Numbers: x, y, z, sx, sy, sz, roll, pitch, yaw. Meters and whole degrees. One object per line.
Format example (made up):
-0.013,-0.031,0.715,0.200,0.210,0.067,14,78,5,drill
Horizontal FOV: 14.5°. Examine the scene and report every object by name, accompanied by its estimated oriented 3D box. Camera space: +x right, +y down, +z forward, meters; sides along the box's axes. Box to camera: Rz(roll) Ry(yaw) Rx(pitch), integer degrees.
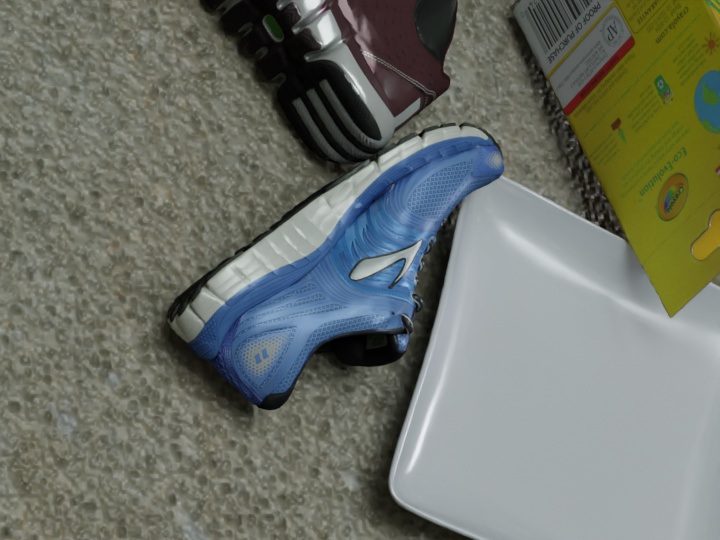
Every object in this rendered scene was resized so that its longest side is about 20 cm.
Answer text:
0.114,0.073,1.446,0.199,0.032,0.200,26,58,-17,plate
0.167,-0.092,1.469,0.051,0.127,0.200,-6,62,-38,crayon box
0.000,0.000,1.398,0.200,0.079,0.089,-38,94,-27,sneaker
-0.020,-0.160,1.461,0.115,0.076,0.200,-32,96,-40,sneaker
